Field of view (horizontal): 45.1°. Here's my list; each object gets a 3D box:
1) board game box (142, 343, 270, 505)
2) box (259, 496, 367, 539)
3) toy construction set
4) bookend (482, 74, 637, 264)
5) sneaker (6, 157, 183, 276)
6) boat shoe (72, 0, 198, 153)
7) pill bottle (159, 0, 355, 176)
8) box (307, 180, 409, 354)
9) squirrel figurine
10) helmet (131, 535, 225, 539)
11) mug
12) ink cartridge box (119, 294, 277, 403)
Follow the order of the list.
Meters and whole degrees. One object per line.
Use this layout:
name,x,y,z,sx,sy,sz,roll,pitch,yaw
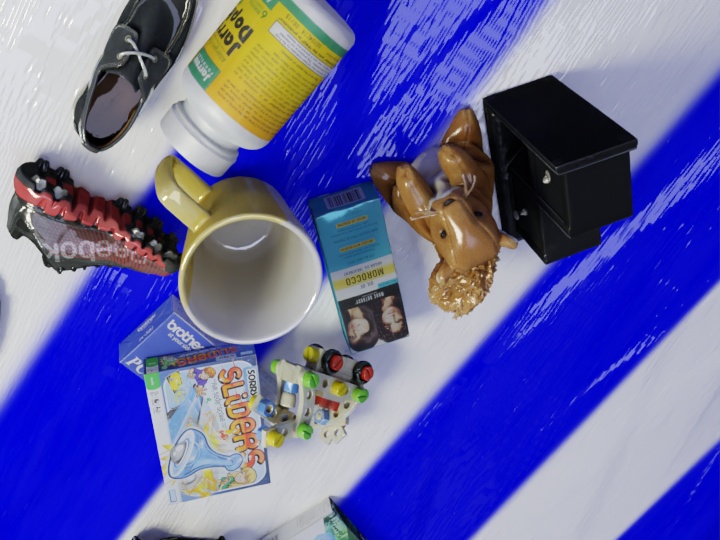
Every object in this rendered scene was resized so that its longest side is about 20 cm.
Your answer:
board game box,-0.185,0.189,1.065,0.133,0.035,0.203,-10,120,-12
box,-0.053,0.442,1.304,0.143,0.037,0.201,-32,123,6
toy construction set,-0.051,0.163,1.079,0.200,0.091,0.134,31,76,-61
bookend,0.225,-0.083,0.971,0.091,0.200,0.203,-18,124,-5
sneaker,-0.291,-0.035,0.940,0.198,0.071,0.099,27,110,-24
boat shoe,-0.221,-0.207,0.861,0.071,0.068,0.201,29,108,-26
pill bottle,-0.108,-0.196,0.869,0.112,0.113,0.200,36,106,-29
box,0.000,0.000,1.050,0.081,0.049,0.203,-17,122,-4
squirrel figurine,0.115,-0.046,0.970,0.139,0.188,0.202,-24,123,1
helmet,-0.249,0.464,1.172,0.196,0.192,0.203,-7,122,-11
mug,-0.127,-0.042,0.930,0.146,0.154,0.190,-13,122,-6
ink cartridge box,-0.194,0.129,1.077,0.094,0.044,0.200,-40,121,8
